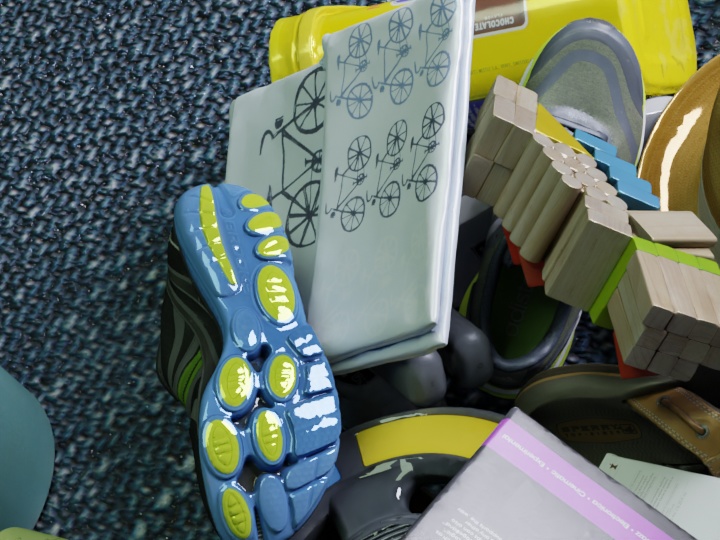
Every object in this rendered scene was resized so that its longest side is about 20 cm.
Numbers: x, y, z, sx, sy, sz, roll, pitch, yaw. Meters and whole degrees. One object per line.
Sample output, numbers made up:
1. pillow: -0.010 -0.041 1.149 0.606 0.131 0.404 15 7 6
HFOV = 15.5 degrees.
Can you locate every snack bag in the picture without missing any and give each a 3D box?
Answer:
1. snack bag: -0.017 -0.034 1.335 0.200 0.021 0.189 -17 61 48

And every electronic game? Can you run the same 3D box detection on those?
1. electronic game: 0.018 0.147 1.217 0.200 0.042 0.200 -14 47 16

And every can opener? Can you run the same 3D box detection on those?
1. can opener: 0.000 0.000 1.346 0.053 0.067 0.200 -20 29 -19

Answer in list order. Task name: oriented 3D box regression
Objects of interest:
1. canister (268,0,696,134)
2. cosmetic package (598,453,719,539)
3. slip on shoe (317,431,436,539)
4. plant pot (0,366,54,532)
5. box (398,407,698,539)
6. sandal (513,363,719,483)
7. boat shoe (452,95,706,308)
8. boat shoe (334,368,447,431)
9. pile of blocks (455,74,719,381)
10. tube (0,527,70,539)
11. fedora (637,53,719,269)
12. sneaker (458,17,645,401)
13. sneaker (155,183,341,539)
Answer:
1. canister: 0.071 -0.117 1.452 0.200 0.149 0.087 -10 91 22
2. cosmetic package: 0.110 0.182 1.203 0.083 0.051 0.200 12 58 36
3. slip on shoe: 0.003 0.137 1.307 0.076 0.061 0.200 -42 48 -13
4. plant pot: -0.297 0.090 1.466 0.201 0.161 0.201 -18 44 18
5. box: 0.070 0.159 1.107 0.143 0.036 0.200 36 44 10
6. sandal: 0.155 0.075 1.251 0.200 0.082 0.055 -5 37 32
7. boat shoe: 0.091 -0.044 1.423 0.200 0.072 0.066 -32 41 10
8. boat shoe: -0.027 0.030 1.422 0.074 0.067 0.200 -46 43 -15
9. pile of blocks: 0.112 -0.009 1.257 0.200 0.082 0.062 54 128 38
10. tube: -0.108 0.175 1.353 0.200 0.052 0.058 12 98 34
11. fedora: 0.225 -0.058 1.306 0.201 0.082 0.201 -6 57 10
12. sneaker: 0.100 -0.029 1.331 0.074 0.081 0.200 13 91 0
13. sneaker: -0.058 0.052 1.288 0.071 0.083 0.200 -1 53 -17
